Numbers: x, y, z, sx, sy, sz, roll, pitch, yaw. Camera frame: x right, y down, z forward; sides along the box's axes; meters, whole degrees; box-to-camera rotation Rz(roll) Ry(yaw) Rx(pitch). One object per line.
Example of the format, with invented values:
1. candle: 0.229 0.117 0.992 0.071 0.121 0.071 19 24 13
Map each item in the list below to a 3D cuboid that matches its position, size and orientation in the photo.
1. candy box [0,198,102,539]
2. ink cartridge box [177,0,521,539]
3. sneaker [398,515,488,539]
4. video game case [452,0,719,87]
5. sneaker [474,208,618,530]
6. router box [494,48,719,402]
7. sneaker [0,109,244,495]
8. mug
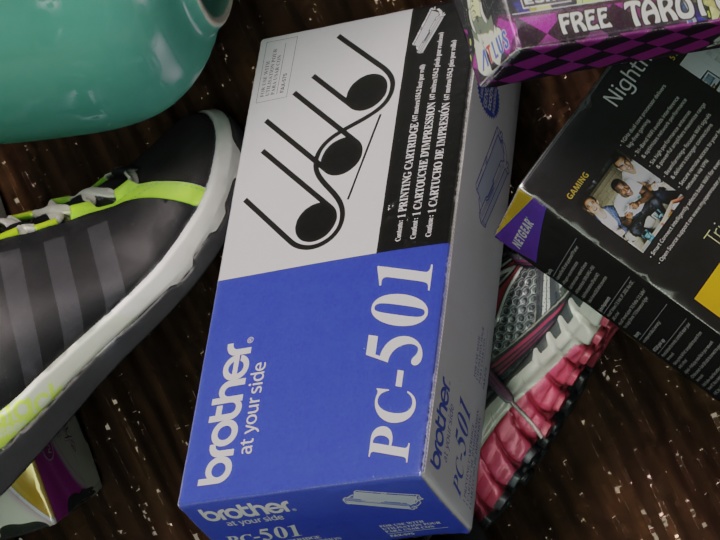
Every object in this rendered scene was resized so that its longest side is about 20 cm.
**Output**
1. candy box: -0.221 0.059 1.043 0.199 0.061 0.137 -18 96 16
2. ink cartridge box: 0.000 0.000 0.915 0.094 0.044 0.201 -10 53 25
3. sneaker: -0.003 0.140 0.967 0.114 0.200 0.076 -36 71 -20
4. video game case: 0.104 -0.160 0.840 0.199 0.036 0.182 -10 75 -24
5. sneaker: 0.062 0.005 0.954 0.075 0.081 0.200 33 106 8
6. router box: 0.166 -0.047 0.882 0.157 0.052 0.200 37 72 5
7. sneaker: -0.121 0.002 0.958 0.083 0.072 0.200 45 71 -18
8. mug: -0.111 -0.141 0.934 0.114 0.152 0.186 -4 98 11
